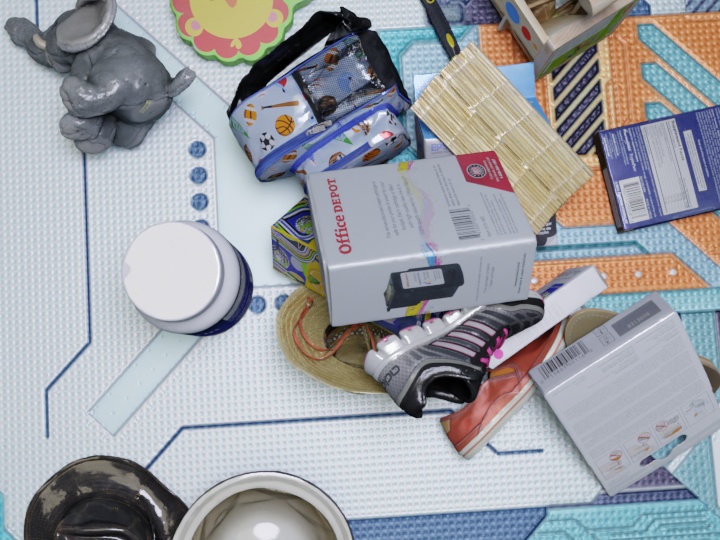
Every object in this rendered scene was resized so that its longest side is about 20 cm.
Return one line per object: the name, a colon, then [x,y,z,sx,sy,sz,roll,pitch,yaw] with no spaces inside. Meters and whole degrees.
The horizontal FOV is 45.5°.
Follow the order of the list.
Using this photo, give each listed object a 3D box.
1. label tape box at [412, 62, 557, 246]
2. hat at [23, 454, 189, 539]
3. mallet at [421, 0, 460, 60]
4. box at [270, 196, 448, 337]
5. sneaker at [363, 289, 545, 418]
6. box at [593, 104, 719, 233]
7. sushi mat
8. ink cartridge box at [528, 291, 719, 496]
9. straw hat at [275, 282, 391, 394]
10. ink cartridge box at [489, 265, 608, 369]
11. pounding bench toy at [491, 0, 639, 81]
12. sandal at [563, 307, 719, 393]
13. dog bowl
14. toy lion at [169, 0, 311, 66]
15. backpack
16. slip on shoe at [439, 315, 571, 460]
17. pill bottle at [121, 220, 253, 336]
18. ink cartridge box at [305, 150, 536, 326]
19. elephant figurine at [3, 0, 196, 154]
label tape box: [0.137,-0.123,0.958,0.143,0.063,0.202,-6,103,-2]
hat: [-0.281,0.303,0.929,0.199,0.081,0.202,0,85,0]
mallet: [0.126,-0.249,1.015,0.065,0.041,0.201,-17,81,-1]
box: [0.000,0.000,0.928,0.199,0.070,0.064,27,50,21]
sneaker: [0.106,0.085,0.850,0.199,0.074,0.088,-21,64,-18]
box: [0.385,-0.124,1.006,0.198,0.032,0.122,-13,85,0]
sushi mat: [0.152,-0.139,0.917,0.096,0.012,0.200,-44,99,7]
ink cartridge box: [0.296,0.139,0.937,0.160,0.047,0.200,-34,124,5]
straw hat: [0.005,0.089,0.947,0.199,0.086,0.202,4,41,-4]
ink cartridge box: [0.172,0.062,0.952,0.199,0.095,0.037,-32,90,-4]
pounding bench toy: [0.213,-0.328,0.939,0.124,0.200,0.157,-32,86,-4]
sandal: [0.308,0.083,0.974,0.211,0.070,0.078,23,115,-17]
dog bowl: [-0.105,0.314,0.926,0.198,0.074,0.202,1,84,-7]
toy lion: [-0.128,-0.343,1.010,0.198,0.069,0.193,-13,92,-3]
backpack: [-0.041,-0.164,0.937,0.189,0.200,0.155,-22,84,10]
slip on shoe: [0.166,0.120,0.962,0.061,0.074,0.200,42,88,11]
pill bottle: [-0.178,0.010,0.900,0.115,0.200,0.117,0,84,0]
ink cartridge box: [0.054,-0.035,0.849,0.198,0.083,0.146,-8,45,-6]
elephant figurine: [-0.299,-0.247,0.968,0.154,0.142,0.201,-10,66,-30]
